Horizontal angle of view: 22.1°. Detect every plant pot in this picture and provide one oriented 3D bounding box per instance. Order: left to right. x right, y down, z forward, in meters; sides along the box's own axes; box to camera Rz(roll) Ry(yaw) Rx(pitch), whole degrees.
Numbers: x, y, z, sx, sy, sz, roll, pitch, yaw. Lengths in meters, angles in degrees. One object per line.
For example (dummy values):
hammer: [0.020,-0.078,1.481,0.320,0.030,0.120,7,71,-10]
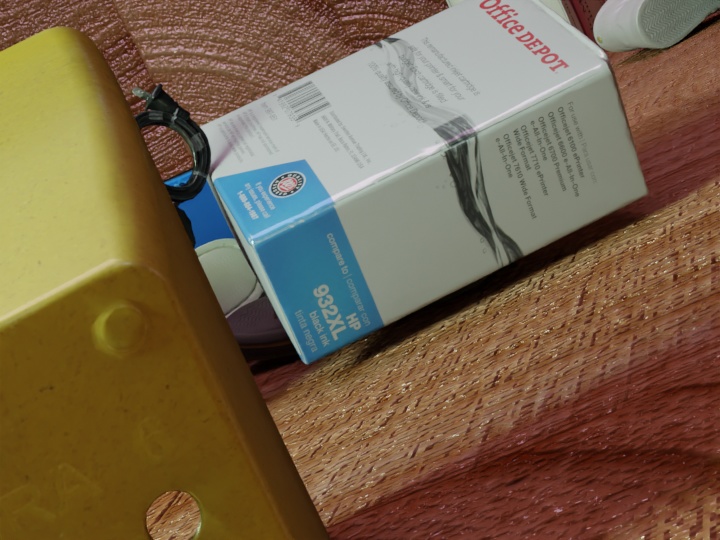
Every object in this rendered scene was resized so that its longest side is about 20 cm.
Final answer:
plant pot: [-0.111,0.066,0.536,0.200,0.200,0.176,-28,20,-12]

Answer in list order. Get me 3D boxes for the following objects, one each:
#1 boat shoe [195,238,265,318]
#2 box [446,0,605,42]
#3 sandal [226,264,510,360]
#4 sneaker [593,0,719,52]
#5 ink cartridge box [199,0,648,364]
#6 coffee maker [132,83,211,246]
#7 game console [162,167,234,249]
boat shoe: [-0.142,0.053,1.119,0.199,0.075,0.066,-36,-19,-8]
box: [0.181,-0.270,1.923,0.109,0.128,0.200,-22,10,22]
sandal: [0.000,0.000,1.025,0.200,0.055,0.082,-18,13,39]
sneaker: [0.304,-0.264,1.695,0.200,0.074,0.116,-30,12,-18]
ink cartridge box: [0.027,-0.057,0.965,0.200,0.084,0.145,-26,31,-5]
coffee maker: [-0.168,0.027,0.981,0.192,0.135,0.200,-42,6,-30]
game console: [-0.050,-0.034,1.182,0.200,0.119,0.171,-17,12,46]
